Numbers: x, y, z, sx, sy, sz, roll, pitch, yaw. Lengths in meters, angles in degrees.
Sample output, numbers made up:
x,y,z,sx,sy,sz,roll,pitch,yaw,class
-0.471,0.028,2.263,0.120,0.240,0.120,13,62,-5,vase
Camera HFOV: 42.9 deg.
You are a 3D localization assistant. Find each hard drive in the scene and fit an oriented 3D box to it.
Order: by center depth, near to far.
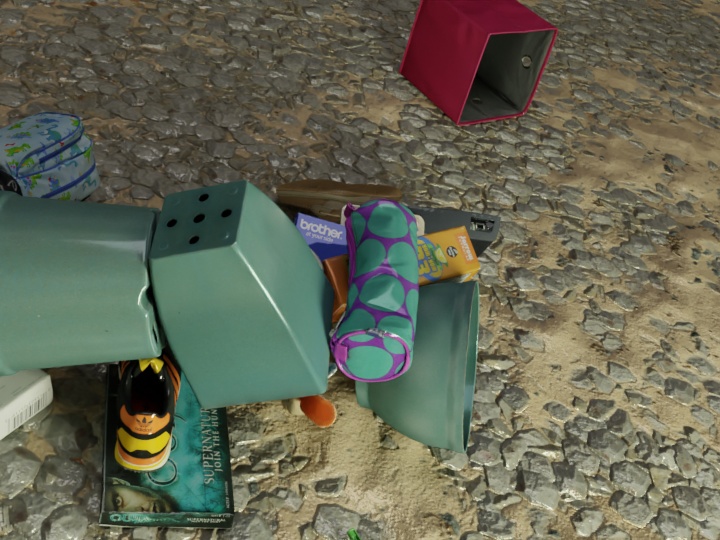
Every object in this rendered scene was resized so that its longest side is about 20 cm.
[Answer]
x,y,z,sx,sy,sz,roll,pitch,yaw,class
0.091,-0.046,1.327,0.198,0.135,0.043,4,66,-17,hard drive

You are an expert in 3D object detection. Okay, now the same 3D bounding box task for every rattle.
x,y,z,sx,sy,sz,roll,pitch,yaw,class
-0.107,0.106,1.025,0.142,0.131,0.200,22,20,-15,rattle

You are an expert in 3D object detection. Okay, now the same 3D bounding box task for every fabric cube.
x,y,z,sx,sy,sz,roll,pitch,yaw,class
0.229,-0.430,1.808,0.199,0.197,0.200,-14,46,-35,fabric cube

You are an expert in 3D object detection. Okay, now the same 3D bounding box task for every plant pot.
x,y,z,sx,sy,sz,roll,pitch,yaw,class
-0.294,0.012,0.909,0.194,0.202,0.201,0,39,-2,plant pot
-0.125,0.018,0.920,0.140,0.201,0.142,-9,47,13,plant pot
0.067,0.108,1.086,0.133,0.202,0.201,4,35,12,plant pot

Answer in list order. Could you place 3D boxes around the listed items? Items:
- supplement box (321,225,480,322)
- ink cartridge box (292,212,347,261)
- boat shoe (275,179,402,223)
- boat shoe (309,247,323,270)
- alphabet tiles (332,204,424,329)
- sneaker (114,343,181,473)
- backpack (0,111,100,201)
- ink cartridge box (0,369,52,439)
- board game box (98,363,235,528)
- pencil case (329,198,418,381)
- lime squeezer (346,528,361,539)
x,y,z,sx,sy,sz,roll,pitch,yaw,class
0.046,0.002,1.133,0.198,0.069,0.067,-15,73,-24,supplement box
0.000,0.000,1.184,0.198,0.044,0.095,15,72,-11,ink cartridge box
-0.035,-0.093,1.372,0.198,0.070,0.074,8,22,21,boat shoe
-0.130,0.023,1.111,0.075,0.201,0.065,56,37,-26,boat shoe
0.025,0.012,1.220,0.198,0.015,0.198,9,75,-13,alphabet tiles
-0.221,0.111,0.971,0.069,0.091,0.201,6,39,-15,sneaker
-0.431,-0.125,1.187,0.162,0.156,0.199,6,13,32,backpack
-0.450,0.117,0.952,0.199,0.050,0.161,27,38,18,ink cartridge box
-0.209,0.184,0.984,0.134,0.028,0.201,6,39,-18,board game box
0.017,0.017,1.009,0.092,0.085,0.201,15,48,-11,pencil case
0.048,0.325,0.899,0.038,0.071,0.199,-32,29,-28,lime squeezer
